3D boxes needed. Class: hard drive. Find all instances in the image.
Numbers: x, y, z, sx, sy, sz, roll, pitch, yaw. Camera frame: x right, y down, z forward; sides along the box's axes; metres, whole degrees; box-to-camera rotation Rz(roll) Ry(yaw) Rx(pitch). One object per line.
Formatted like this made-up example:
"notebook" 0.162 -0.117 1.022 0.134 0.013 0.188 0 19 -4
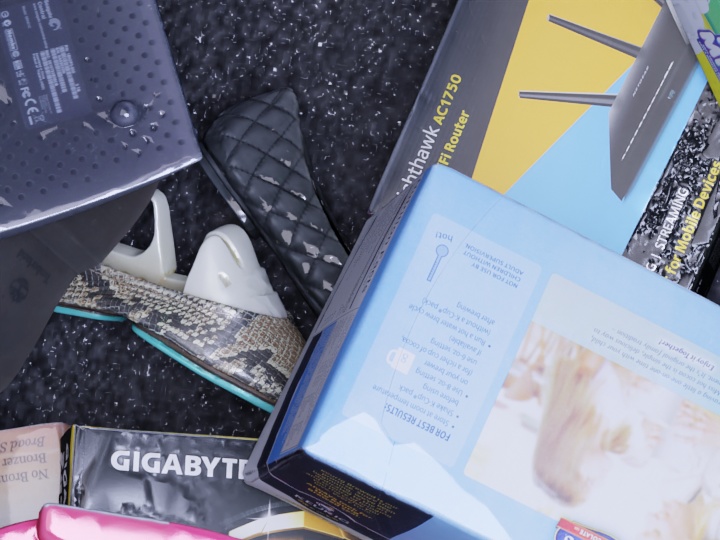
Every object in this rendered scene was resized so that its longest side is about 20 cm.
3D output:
"hard drive" -0.178 -0.070 1.204 0.200 0.042 0.135 -16 74 -6

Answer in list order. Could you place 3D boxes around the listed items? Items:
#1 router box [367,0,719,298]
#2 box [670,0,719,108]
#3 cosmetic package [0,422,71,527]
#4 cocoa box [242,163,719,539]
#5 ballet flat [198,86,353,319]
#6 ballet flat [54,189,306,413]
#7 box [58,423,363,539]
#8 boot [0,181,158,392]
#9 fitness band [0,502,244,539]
"router box" 0.111 -0.085 1.260 0.149 0.051 0.200 22 87 15
"box" 0.185 -0.136 1.190 0.117 0.048 0.200 -33 106 -17
"cosmetic package" -0.155 0.175 1.260 0.103 0.087 0.200 -11 79 9
"cocoa box" 0.076 0.066 1.160 0.200 0.131 0.133 27 76 -7
"ballet flat" 0.000 0.000 1.266 0.057 0.066 0.200 -39 75 -1
"ballet flat" -0.095 0.003 1.285 0.200 0.068 0.075 21 97 18
"box" -0.031 0.153 1.211 0.200 0.049 0.160 6 78 -13
"boot" -0.178 0.002 1.253 0.200 0.074 0.075 -47 48 -13
"fitness band" -0.091 0.173 1.150 0.200 0.037 0.144 12 78 -8
